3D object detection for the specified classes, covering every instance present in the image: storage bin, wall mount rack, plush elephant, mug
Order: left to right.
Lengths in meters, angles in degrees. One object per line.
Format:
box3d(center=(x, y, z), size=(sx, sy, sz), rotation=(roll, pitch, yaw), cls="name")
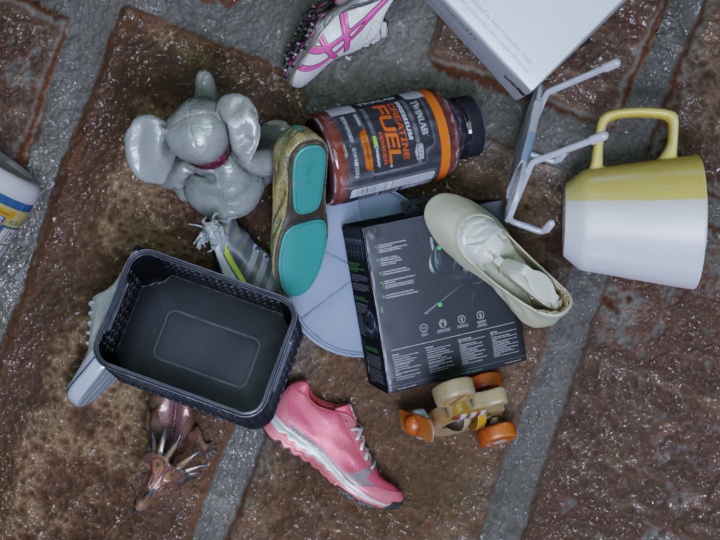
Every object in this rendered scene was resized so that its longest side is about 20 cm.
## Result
box3d(center=(-0.174, 0.077, 1.299), size=(0.198, 0.094, 0.137), rotation=(19, 76, 7), cls="storage bin")
box3d(center=(-0.166, -0.140, 1.301), size=(0.162, 0.201, 0.156), rotation=(-5, 132, 4), cls="plush elephant")
box3d(center=(0.217, -0.142, 1.316), size=(0.074, 0.175, 0.202), rotation=(17, 52, -1), cls="wall mount rack")
box3d(center=(0.309, -0.073, 1.369), size=(0.151, 0.150, 0.189), rotation=(1, 62, 8), cls="mug")

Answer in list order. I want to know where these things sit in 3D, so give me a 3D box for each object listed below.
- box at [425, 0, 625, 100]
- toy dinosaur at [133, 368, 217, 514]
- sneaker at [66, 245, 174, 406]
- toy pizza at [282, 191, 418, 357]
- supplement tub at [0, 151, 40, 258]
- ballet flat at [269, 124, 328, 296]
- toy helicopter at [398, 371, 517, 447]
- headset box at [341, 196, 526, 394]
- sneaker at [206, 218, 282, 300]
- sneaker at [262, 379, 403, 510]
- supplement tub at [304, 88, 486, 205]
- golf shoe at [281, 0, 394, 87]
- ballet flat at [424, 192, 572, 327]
box3d(center=(0.187, -0.335, 1.341), size=(0.200, 0.131, 0.199), rotation=(-44, 93, 2), cls="box")
box3d(center=(-0.215, 0.168, 1.364), size=(0.084, 0.136, 0.203), rotation=(-1, 93, -1), cls="toy dinosaur")
box3d(center=(-0.290, 0.064, 1.398), size=(0.070, 0.073, 0.201), rotation=(34, 87, 13), cls="sneaker")
box3d(center=(0.000, 0.000, 1.397), size=(0.197, 0.032, 0.203), rotation=(-1, 94, -16), cls="toy pizza")
box3d(center=(-0.471, -0.049, 1.344), size=(0.144, 0.145, 0.201), rotation=(33, 93, -3), cls="supplement tub")
box3d(center=(-0.071, -0.068, 1.315), size=(0.070, 0.071, 0.202), rotation=(5, 123, -1), cls="ballet flat")
box3d(center=(0.102, 0.154, 1.341), size=(0.130, 0.200, 0.080), rotation=(-15, 70, 4), cls="toy helicopter")
box3d(center=(0.082, 0.018, 1.357), size=(0.172, 0.093, 0.203), rotation=(-13, 97, -15), cls="headset box")
box3d(center=(-0.125, -0.005, 1.395), size=(0.080, 0.074, 0.202), rotation=(-22, 99, -9), cls="sneaker")
box3d(center=(-0.021, 0.205, 1.401), size=(0.199, 0.074, 0.087), rotation=(36, 91, -2), cls="sneaker")
box3d(center=(0.041, -0.146, 1.351), size=(0.198, 0.107, 0.108), rotation=(-15, 94, -18), cls="supplement tub")
box3d(center=(-0.016, -0.272, 1.347), size=(0.091, 0.073, 0.200), rotation=(28, 128, -23), cls="golf shoe")
box3d(center=(0.154, -0.013, 1.294), size=(0.200, 0.069, 0.070), rotation=(41, 92, -15), cls="ballet flat")
